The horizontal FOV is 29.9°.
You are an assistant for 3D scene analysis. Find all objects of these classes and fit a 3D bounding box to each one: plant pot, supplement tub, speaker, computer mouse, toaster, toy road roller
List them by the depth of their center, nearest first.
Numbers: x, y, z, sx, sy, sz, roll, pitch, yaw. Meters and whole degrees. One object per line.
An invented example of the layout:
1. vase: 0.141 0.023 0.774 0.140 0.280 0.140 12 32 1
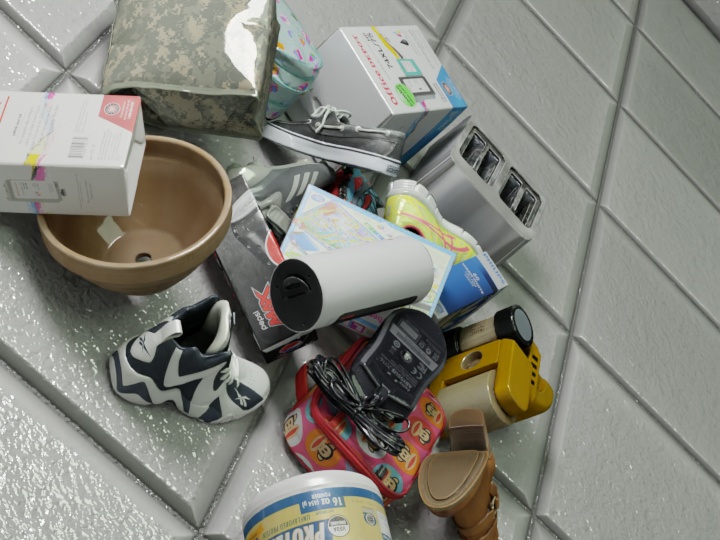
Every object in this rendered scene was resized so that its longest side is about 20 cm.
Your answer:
1. supplement tub: -0.029 0.310 1.293 0.144 0.144 0.202 17 46 -41
2. plant pot: -0.229 -0.042 1.393 0.198 0.093 0.202 0 46 0
3. speaker: -0.008 0.012 1.490 0.199 0.081 0.082 -12 68 -50
4. computer mouse: 0.026 0.114 1.501 0.139 0.053 0.200 46 42 1
5. toy road roller: 0.176 0.155 1.717 0.146 0.122 0.201 52 32 -25
6. toaster: 0.160 -0.103 1.940 0.181 0.118 0.200 46 34 -8

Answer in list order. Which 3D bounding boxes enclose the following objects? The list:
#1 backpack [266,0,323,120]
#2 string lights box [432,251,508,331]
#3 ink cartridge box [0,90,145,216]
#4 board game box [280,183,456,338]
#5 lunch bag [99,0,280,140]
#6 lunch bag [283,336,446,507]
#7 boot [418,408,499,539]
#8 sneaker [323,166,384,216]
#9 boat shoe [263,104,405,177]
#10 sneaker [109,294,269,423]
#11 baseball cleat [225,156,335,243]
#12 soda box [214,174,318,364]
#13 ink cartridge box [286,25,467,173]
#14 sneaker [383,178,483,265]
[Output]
1. backpack: -0.144 -0.296 1.740 0.166 0.126 0.201 -13 67 -54
2. string lights box: 0.099 0.043 1.740 0.059 0.103 0.199 55 33 9
3. ink cartridge box: -0.324 -0.119 1.358 0.197 0.068 0.117 3 44 1
4. board game box: 0.000 0.000 1.607 0.198 0.034 0.136 25 67 -2
5. lunch bag: -0.203 -0.254 1.594 0.197 0.118 0.166 6 66 1
6. lunch bag: -0.001 0.167 1.529 0.176 0.082 0.200 46 32 -2
7. boot: 0.117 0.269 1.529 0.200 0.076 0.157 -69 152 -68
8. sneaker: -0.010 -0.059 1.728 0.095 0.079 0.201 43 34 -17
9. boat shoe: -0.035 -0.174 1.720 0.197 0.069 0.073 17 2 29
10. sneaker: -0.144 0.087 1.377 0.198 0.129 0.080 20 45 -39
11. baseball cleat: -0.096 -0.086 1.674 0.199 0.069 0.108 -6 79 -50
12. soda box: -0.119 -0.002 1.527 0.063 0.070 0.202 83 -19 -73
13. ink cartridge box: 0.016 -0.236 1.862 0.199 0.146 0.148 -16 71 -55
14. sneaker: 0.093 -0.029 1.831 0.200 0.078 0.091 42 49 -28
